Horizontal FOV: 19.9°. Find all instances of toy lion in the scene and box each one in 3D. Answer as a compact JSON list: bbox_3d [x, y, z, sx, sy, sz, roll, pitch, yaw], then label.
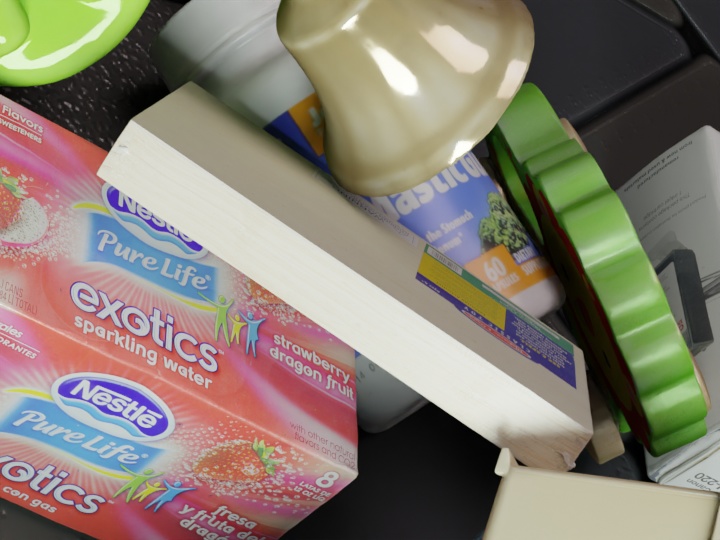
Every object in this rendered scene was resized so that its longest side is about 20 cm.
[{"bbox_3d":[0.106,-0.003,0.960,0.192,0.068,0.201,66,-1,-69],"label":"toy lion"}]

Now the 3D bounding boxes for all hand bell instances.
[{"bbox_3d":[-0.032,-0.128,0.771,0.200,0.104,0.104,43,34,-34],"label":"hand bell"}]

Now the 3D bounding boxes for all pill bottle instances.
[{"bbox_3d":[-0.007,-0.038,0.915,0.200,0.112,0.112,56,36,6],"label":"pill bottle"}]

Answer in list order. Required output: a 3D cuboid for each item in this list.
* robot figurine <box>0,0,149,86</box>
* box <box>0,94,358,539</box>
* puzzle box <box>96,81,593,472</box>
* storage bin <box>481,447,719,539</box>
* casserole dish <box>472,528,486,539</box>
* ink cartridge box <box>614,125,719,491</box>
[{"bbox_3d":[-0.137,-0.136,0.808,0.116,0.175,0.200,59,-1,-15],"label":"robot figurine"},{"bbox_3d":[-0.105,0.024,0.767,0.200,0.095,0.103,29,39,-28],"label":"box"},{"bbox_3d":[0.000,0.000,0.780,0.200,0.025,0.133,34,11,-2],"label":"puzzle box"},{"bbox_3d":[0.090,0.197,0.715,0.199,0.093,0.201,57,45,-51],"label":"storage bin"},{"bbox_3d":[0.000,0.163,0.732,0.039,0.121,0.200,45,34,7],"label":"casserole dish"},{"bbox_3d":[0.220,0.041,1.116,0.145,0.085,0.201,27,44,-30],"label":"ink cartridge box"}]
